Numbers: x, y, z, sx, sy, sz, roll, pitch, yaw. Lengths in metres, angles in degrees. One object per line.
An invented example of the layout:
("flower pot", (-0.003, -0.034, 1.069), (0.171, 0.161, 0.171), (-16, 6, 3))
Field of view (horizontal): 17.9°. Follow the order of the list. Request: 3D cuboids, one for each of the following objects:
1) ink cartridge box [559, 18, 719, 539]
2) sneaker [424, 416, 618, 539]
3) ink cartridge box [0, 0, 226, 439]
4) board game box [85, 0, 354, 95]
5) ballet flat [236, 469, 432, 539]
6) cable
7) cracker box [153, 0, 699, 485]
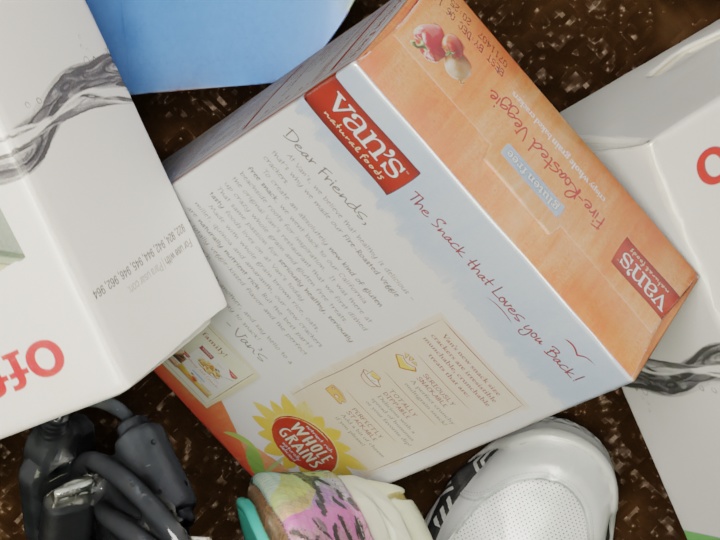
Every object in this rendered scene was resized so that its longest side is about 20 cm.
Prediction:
("ink cartridge box", (0.166, 0.011, 0.805), (0.146, 0.084, 0.201), (-31, 105, -23))
("sneaker", (0.043, 0.157, 0.847), (0.075, 0.115, 0.201), (25, 102, -7))
("ink cartridge box", (-0.155, -0.040, 0.744), (0.145, 0.084, 0.201), (-21, 100, 25))
("board game box", (-0.080, -0.142, 0.807), (0.198, 0.039, 0.160), (-4, 96, 17))
("ballet flat", (-0.012, 0.110, 0.811), (0.071, 0.200, 0.070), (-16, 71, -14))
("cable", (-0.062, 0.138, 0.807), (0.051, 0.201, 0.163), (-29, 64, -23))
("cracker box", (0.000, 0.000, 0.779), (0.134, 0.058, 0.200), (48, 142, -11))
